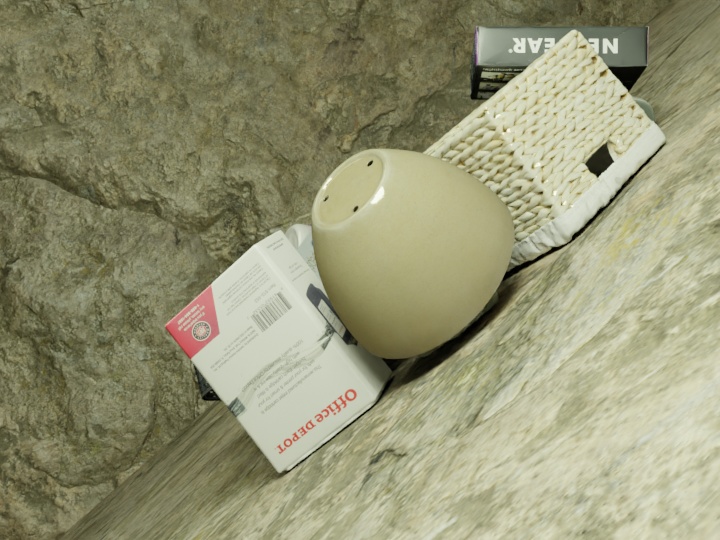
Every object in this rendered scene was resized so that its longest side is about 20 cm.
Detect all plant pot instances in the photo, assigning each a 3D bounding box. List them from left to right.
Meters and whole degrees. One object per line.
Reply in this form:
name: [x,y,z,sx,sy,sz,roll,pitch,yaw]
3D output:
plant pot: [0.029,-0.038,0.977,0.199,0.134,0.202,-30,36,25]

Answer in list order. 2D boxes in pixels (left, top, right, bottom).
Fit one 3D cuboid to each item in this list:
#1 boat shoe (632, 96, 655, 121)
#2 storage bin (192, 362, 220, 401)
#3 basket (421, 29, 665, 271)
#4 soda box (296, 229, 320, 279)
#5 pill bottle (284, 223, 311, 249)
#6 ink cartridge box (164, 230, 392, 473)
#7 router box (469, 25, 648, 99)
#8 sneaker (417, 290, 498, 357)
boat shoe: [0.263,-0.187,1.261,0.199,0.075,0.065,-7,35,28]
storage bin: [-0.127,0.111,1.434,0.198,0.095,0.135,5,-32,-44]
basket: [0.183,-0.120,1.110,0.198,0.162,0.200,-41,4,-31]
soda box: [-0.063,0.013,1.210,0.069,0.063,0.200,-54,4,18]
pill bottle: [-0.016,0.000,1.513,0.112,0.197,0.114,-171,90,-68]
ink cartridge box: [-0.084,0.085,1.078,0.144,0.201,0.084,-39,0,19]
router box: [0.233,-0.247,1.225,0.196,0.052,0.149,1,-5,3]
sneaker: [0.054,0.049,1.053,0.089,0.074,0.200,-46,9,-24]
